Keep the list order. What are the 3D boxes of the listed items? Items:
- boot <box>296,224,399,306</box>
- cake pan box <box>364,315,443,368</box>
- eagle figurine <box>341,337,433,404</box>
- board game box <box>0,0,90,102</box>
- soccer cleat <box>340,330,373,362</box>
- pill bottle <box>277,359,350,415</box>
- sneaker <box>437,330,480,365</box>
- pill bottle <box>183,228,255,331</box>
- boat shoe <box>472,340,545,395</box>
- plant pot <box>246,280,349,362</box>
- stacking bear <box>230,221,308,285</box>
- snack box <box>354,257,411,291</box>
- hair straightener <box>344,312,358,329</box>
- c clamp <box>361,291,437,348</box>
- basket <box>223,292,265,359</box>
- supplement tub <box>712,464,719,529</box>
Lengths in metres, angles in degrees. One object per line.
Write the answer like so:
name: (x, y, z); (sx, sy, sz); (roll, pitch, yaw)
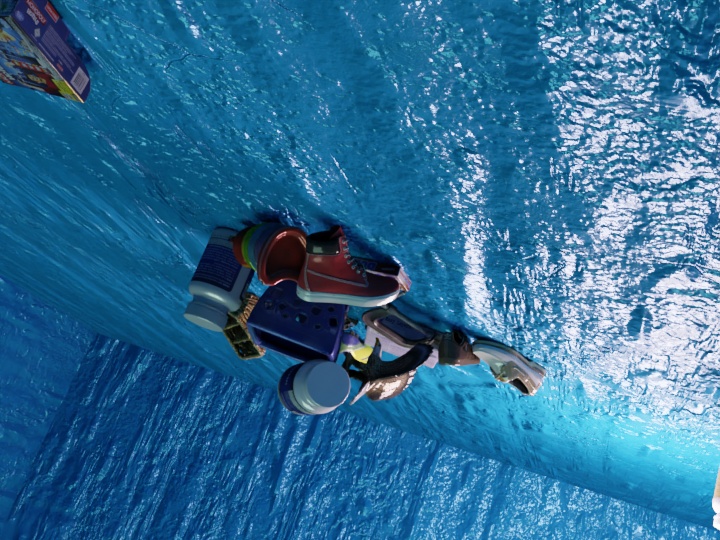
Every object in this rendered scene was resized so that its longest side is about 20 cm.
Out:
boot: (-0.010, -0.012, 1.463); (0.200, 0.144, 0.072); (3, -154, -20)
cake pan box: (0.103, 0.168, 1.923); (0.200, 0.052, 0.184); (19, 160, 6)
eagle figurine: (0.053, 0.221, 1.755); (0.200, 0.151, 0.152); (10, -170, -14)
board game box: (-0.505, -0.335, 1.114); (0.200, 0.062, 0.200); (17, 162, 15)
soccer cleat: (-0.011, 0.229, 2.171); (0.065, 0.084, 0.200); (7, 158, 35)
pill bottle: (-0.099, 0.249, 1.691); (0.116, 0.116, 0.200); (26, 161, -15)
sneaker: (0.229, 0.174, 1.792); (0.070, 0.076, 0.200); (2, 178, 21)
pill bottle: (-0.298, 0.022, 1.696); (0.120, 0.200, 0.120); (19, 162, 6)
boat shoe: (0.333, 0.220, 1.790); (0.200, 0.068, 0.075); (27, 161, -19)
plant pot: (-0.123, 0.095, 1.747); (0.200, 0.180, 0.200); (19, 162, 3)
stacking bear: (-0.185, -0.040, 1.545); (0.121, 0.114, 0.200); (0, -173, -33)
snack box: (0.000, 0.000, 1.587); (0.200, 0.024, 0.072); (11, 157, 27)
hair straightener: (-0.045, 0.133, 1.999); (0.077, 0.041, 0.200); (20, 162, 2)
c clamp: (0.093, 0.121, 1.749); (0.171, 0.027, 0.200); (-18, 136, 41)
basket: (-0.332, 0.153, 2.200); (0.143, 0.149, 0.200); (28, 162, -21)
supplement tub: (0.868, 0.486, 1.756); (0.145, 0.200, 0.145); (19, 162, 6)
